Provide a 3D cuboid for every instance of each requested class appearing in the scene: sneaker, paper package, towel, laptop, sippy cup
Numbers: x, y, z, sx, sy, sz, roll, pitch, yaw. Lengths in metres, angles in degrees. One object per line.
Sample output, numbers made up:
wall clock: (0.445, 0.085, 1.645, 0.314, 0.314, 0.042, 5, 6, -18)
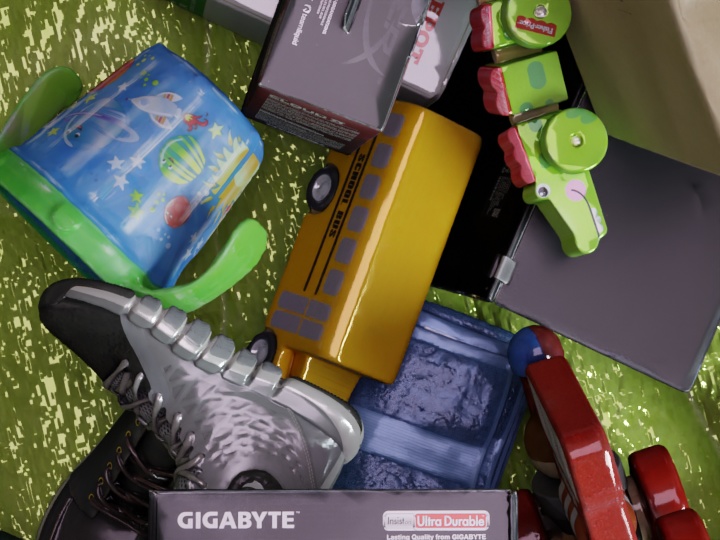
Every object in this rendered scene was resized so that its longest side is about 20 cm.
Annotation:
sneaker: (-0.138, 0.130, 1.443, 0.075, 0.106, 0.200, 29, 82, -3)
paper package: (0.181, -0.160, 1.331, 0.103, 0.200, 0.191, -25, 107, -11)
towel: (0.030, 0.121, 1.493, 0.111, 0.049, 0.201, 21, 83, -3)
laptop: (0.133, -0.050, 1.491, 0.116, 0.200, 0.188, 31, 80, -38)
sippy cup: (-0.131, -0.058, 1.443, 0.178, 0.140, 0.130, 44, 83, 0)
sneaker: (-0.105, 0.090, 1.355, 0.199, 0.075, 0.116, 26, 71, -1)

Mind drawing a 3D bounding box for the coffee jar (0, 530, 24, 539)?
coffee jar: (-0.300, 0.169, 1.431, 0.199, 0.085, 0.105, 26, 75, -3)

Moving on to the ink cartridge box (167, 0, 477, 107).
ink cartridge box: (-0.018, -0.203, 1.499, 0.199, 0.083, 0.147, 25, 83, -4)

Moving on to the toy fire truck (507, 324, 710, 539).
toy fire truck: (0.131, 0.121, 1.412, 0.112, 0.200, 0.168, -17, 114, 0)

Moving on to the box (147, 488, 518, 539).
box: (-0.014, 0.215, 1.292, 0.199, 0.050, 0.199, 1, 85, 1)

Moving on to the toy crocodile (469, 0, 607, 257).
toy crocodile: (0.095, -0.103, 1.396, 0.062, 0.068, 0.201, -18, 94, -9)

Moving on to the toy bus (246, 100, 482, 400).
toy bus: (0.000, 0.000, 1.462, 0.065, 0.078, 0.201, 24, 84, -37)

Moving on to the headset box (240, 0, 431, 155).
headset box: (-0.005, -0.151, 1.354, 0.075, 0.200, 0.149, 20, 87, -5)
